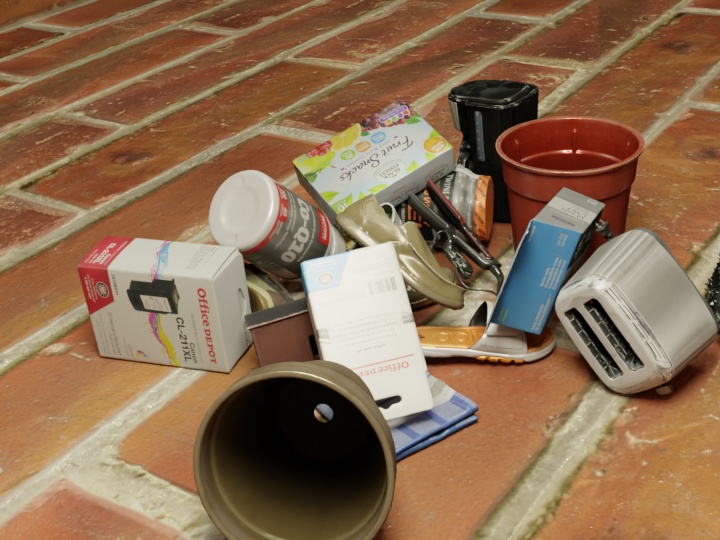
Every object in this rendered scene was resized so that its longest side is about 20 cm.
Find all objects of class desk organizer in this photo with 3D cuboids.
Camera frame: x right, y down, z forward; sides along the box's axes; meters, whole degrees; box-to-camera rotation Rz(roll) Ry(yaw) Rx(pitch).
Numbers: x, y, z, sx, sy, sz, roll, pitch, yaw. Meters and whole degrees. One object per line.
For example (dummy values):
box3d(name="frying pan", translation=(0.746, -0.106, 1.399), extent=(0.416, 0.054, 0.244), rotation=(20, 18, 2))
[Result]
box3d(name="desk organizer", translation=(-0.040, 0.071, 1.290), extent=(0.198, 0.078, 0.072), rotation=(-17, 12, -7))

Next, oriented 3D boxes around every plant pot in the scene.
box3d(name="plant pot", translation=(-0.051, 0.174, 1.055), extent=(0.197, 0.203, 0.174), rotation=(0, 12, 10))
box3d(name="plant pot", translation=(0.289, -0.087, 1.432), extent=(0.198, 0.197, 0.201), rotation=(-4, 29, 2))

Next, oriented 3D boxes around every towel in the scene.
box3d(name="towel", translation=(0.029, 0.151, 1.227), extent=(0.146, 0.024, 0.200), rotation=(-22, 33, -26))

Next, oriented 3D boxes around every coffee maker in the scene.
box3d(name="coffee maker", translation=(0.235, -0.192, 1.629), extent=(0.189, 0.202, 0.135), rotation=(3, 30, 15))

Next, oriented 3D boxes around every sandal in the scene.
box3d(name="sandal", translation=(0.149, 0.073, 1.293), extent=(0.204, 0.060, 0.079), rotation=(0, 26, -5))

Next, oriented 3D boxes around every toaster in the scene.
box3d(name="toaster", translation=(0.317, 0.046, 1.206), extent=(0.129, 0.201, 0.113), rotation=(-37, 3, -36))

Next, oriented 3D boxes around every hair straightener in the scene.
box3d(name="hair straightener", translation=(0.128, -0.033, 1.448), extent=(0.077, 0.041, 0.201), rotation=(-33, 72, -14))

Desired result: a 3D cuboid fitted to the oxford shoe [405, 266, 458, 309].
box3d(name="oxford shoe", translation=(0.037, 0.010, 1.428), extent=(0.197, 0.076, 0.071), rotation=(-7, 27, -2))

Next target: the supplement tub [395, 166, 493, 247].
box3d(name="supplement tub", translation=(0.099, -0.097, 1.563), extent=(0.197, 0.124, 0.123), rotation=(2, 29, 15))

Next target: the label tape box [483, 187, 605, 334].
box3d(name="label tape box", translation=(0.226, -0.004, 1.251), extent=(0.066, 0.145, 0.200), rotation=(25, 26, 14))

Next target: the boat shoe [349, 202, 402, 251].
box3d(name="boat shoe", translation=(0.000, 0.000, 1.365), extent=(0.073, 0.067, 0.202), rotation=(12, 67, 14))

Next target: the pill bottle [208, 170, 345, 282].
box3d(name="pill bottle", translation=(-0.109, -0.052, 1.431), extent=(0.113, 0.115, 0.199), rotation=(16, -7, 35))

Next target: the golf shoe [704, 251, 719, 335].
box3d(name="golf shoe", translation=(0.498, 0.033, 1.322), extent=(0.093, 0.078, 0.201), rotation=(17, 34, 5))

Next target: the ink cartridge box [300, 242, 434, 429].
box3d(name="ink cartridge box", translation=(0.006, 0.081, 1.203), extent=(0.114, 0.202, 0.067), rotation=(-12, -15, -8))

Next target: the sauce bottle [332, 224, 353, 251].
box3d(name="sauce bottle", translation=(-0.015, -0.033, 1.531), extent=(0.198, 0.067, 0.066), rotation=(11, 32, 32))

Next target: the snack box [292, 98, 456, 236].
box3d(name="snack box", translation=(0.020, -0.155, 1.513), extent=(0.199, 0.053, 0.142), rotation=(-32, 53, -13))

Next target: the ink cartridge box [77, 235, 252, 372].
box3d(name="ink cartridge box", translation=(-0.252, 0.042, 1.346), extent=(0.197, 0.147, 0.083), rotation=(5, 31, 19))

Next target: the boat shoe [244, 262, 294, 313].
box3d(name="boat shoe", translation=(-0.155, 0.029, 1.445), extent=(0.064, 0.074, 0.200), rotation=(-4, 24, -30))

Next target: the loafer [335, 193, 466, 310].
box3d(name="loafer", translation=(0.059, -0.025, 1.300), extent=(0.199, 0.068, 0.076), rotation=(38, 2, 5))
